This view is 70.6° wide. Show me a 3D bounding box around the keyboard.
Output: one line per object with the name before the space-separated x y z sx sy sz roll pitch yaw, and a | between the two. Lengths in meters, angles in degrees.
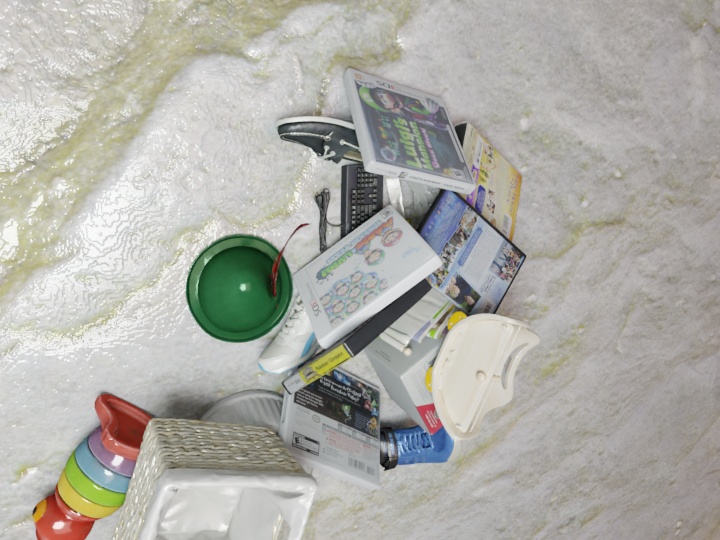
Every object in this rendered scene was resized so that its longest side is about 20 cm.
keyboard | -0.017 -0.074 0.846 0.127 0.021 0.200 -6 105 -25

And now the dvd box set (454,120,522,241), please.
dvd box set | 0.217 -0.145 0.889 0.200 0.029 0.146 26 71 -42

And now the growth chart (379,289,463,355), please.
growth chart | 0.113 0.065 0.880 0.200 0.145 0.018 -38 129 -16

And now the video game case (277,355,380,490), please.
video game case | -0.044 0.245 0.844 0.200 0.182 0.023 33 130 -29

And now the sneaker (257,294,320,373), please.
sneaker | -0.090 0.085 0.823 0.200 0.076 0.081 -40 119 -23

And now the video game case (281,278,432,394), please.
video game case | -0.005 0.097 0.757 0.026 0.181 0.200 53 46 2

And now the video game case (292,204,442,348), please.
video game case | 0.000 0.000 0.753 0.200 0.182 0.024 -36 125 3

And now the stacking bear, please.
stacking bear | -0.376 0.299 0.715 0.200 0.121 0.114 -52 130 -3

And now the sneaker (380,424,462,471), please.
sneaker | 0.089 0.315 0.914 0.111 0.200 0.077 4 67 -26

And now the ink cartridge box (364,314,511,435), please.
ink cartridge box | 0.138 0.152 0.910 0.200 0.145 0.145 -34 115 -15

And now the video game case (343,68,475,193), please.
video game case | 0.073 -0.212 0.768 0.182 0.200 0.023 7 145 -27

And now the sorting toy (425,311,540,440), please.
sorting toy | 0.214 0.154 0.814 0.180 0.107 0.200 12 105 -39

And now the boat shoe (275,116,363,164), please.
boat shoe | -0.032 -0.193 0.775 0.200 0.076 0.060 -1 94 -25

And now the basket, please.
basket | -0.196 0.315 0.651 0.200 0.161 0.198 16 95 -34

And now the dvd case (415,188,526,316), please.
dvd case | 0.167 -0.020 0.806 0.200 0.018 0.143 36 79 -23

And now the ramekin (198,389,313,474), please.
ramekin | -0.170 0.306 0.821 0.200 0.105 0.200 -7 107 -25

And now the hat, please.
hat | -0.152 0.038 0.717 0.166 0.176 0.200 -20 111 -21

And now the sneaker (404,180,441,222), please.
sneaker | 0.128 -0.148 0.870 0.082 0.077 0.200 -59 137 -32

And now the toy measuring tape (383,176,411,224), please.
toy measuring tape | 0.061 -0.067 0.855 0.074 0.074 0.200 -20 112 -21
